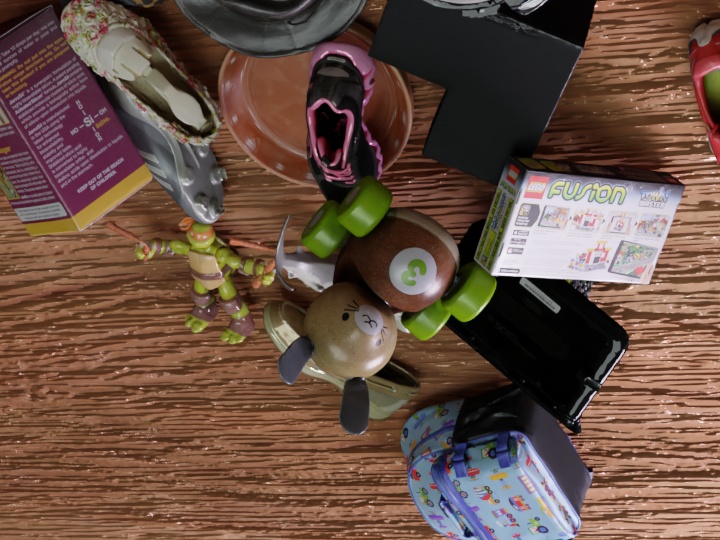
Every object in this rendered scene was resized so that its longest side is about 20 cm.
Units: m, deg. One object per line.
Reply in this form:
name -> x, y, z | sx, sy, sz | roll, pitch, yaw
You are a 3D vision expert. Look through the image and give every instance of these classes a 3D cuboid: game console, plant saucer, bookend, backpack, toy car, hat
game console -> 0.174, 0.060, 1.758 | 0.199, 0.116, 0.177 | 39, 118, 15
plant saucer -> -0.043, -0.172, 1.702 | 0.198, 0.032, 0.202 | 8, 130, 10
bookend -> 0.092, -0.194, 1.607 | 0.197, 0.093, 0.201 | 21, 132, 0
backpack -> 0.136, 0.230, 1.912 | 0.198, 0.135, 0.183 | -15, 122, 29
toy car -> 0.003, 0.046, 1.629 | 0.164, 0.201, 0.157 | 38, 151, -14
hat -> -0.088, -0.273, 1.574 | 0.198, 0.081, 0.203 | 2, 117, 5

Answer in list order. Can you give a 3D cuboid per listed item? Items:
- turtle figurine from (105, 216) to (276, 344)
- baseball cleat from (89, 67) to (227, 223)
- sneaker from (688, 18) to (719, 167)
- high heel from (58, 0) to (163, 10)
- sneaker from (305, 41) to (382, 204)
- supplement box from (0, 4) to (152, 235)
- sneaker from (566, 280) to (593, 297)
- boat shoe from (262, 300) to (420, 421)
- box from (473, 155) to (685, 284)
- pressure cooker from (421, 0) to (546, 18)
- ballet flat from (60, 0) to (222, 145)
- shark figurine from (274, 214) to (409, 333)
turtle figurine -> -0.171, -0.002, 1.854 | 0.197, 0.065, 0.162 | 8, 136, 15
baseball cleat -> -0.216, -0.133, 1.771 | 0.106, 0.070, 0.201 | -6, 123, 37
sneaker -> 0.346, -0.133, 1.589 | 0.076, 0.085, 0.201 | -15, 123, 26
high heel -> -0.259, -0.324, 1.609 | 0.141, 0.072, 0.200 | -8, 140, 26
sneaker -> -0.024, -0.120, 1.652 | 0.078, 0.096, 0.201 | 3, 137, 10
supplement box -> -0.318, -0.145, 1.702 | 0.130, 0.103, 0.201 | 0, 124, 56
sneaker -> 0.190, -0.007, 1.754 | 0.084, 0.078, 0.202 | 17, 133, 26
boat shoe -> -0.022, 0.089, 1.884 | 0.200, 0.074, 0.063 | 41, 120, -21
box -> 0.212, -0.046, 1.641 | 0.198, 0.035, 0.111 | 4, 115, -33
pressure cooker -> 0.091, -0.310, 1.425 | 0.174, 0.200, 0.181 | 9, 117, 5
ballet flat -> -0.203, -0.192, 1.659 | 0.200, 0.064, 0.076 | 38, 91, -30
shark figurine -> -0.020, -0.010, 1.790 | 0.213, 0.128, 0.090 | 24, 93, -31
